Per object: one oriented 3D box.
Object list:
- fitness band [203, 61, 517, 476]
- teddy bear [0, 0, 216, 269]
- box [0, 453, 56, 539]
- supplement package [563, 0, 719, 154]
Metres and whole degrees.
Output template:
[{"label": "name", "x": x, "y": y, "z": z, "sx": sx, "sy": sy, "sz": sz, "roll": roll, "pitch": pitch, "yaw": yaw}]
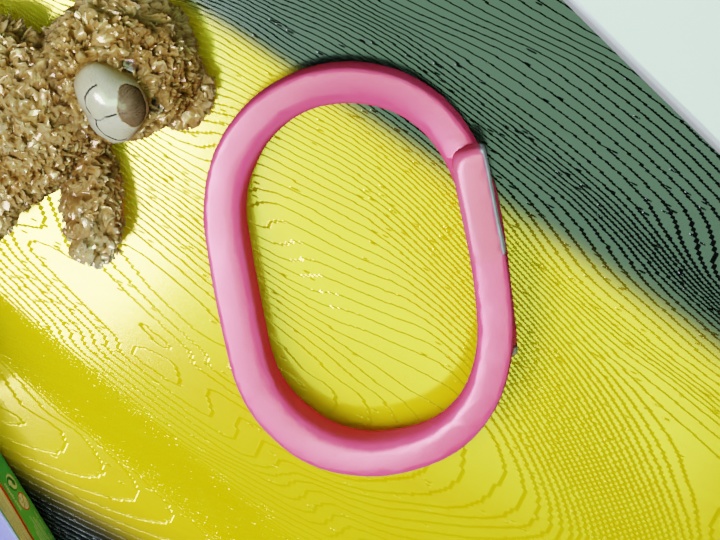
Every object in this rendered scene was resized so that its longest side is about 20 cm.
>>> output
[{"label": "fitness band", "x": 0.000, "y": 0.000, "z": 0.934, "sx": 0.143, "sy": 0.037, "sz": 0.201, "roll": -8, "pitch": 102, "yaw": 7}, {"label": "teddy bear", "x": -0.167, "y": -0.062, "z": 0.908, "sx": 0.199, "sy": 0.067, "sz": 0.146, "roll": -8, "pitch": 105, "yaw": 6}, {"label": "box", "x": -0.250, "y": 0.175, "z": 0.981, "sx": 0.199, "sy": 0.048, "sz": 0.118, "roll": -29, "pitch": 100, "yaw": 11}, {"label": "supplement package", "x": 0.149, "y": -0.144, "z": 0.846, "sx": 0.200, "sy": 0.120, "sz": 0.121, "roll": 44, "pitch": 100, "yaw": -8}]
